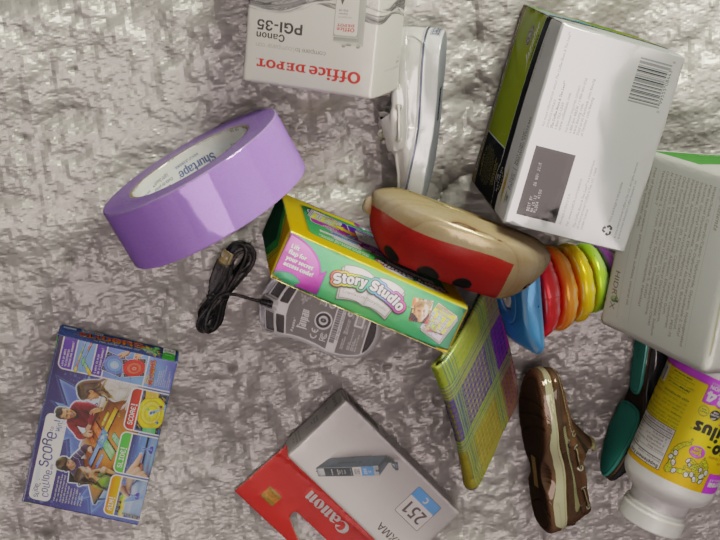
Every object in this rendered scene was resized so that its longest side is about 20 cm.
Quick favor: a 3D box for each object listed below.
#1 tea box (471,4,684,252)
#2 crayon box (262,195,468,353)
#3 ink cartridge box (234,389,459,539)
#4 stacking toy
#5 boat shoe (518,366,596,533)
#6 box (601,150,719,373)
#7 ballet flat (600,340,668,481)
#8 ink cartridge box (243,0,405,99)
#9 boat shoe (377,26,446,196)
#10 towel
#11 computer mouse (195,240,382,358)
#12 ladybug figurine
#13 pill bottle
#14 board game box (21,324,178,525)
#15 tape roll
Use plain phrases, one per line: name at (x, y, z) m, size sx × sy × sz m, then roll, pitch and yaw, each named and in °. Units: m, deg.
tea box at (0.213, -0.149, 1.374) m, size 0.132 × 0.197 × 0.202 m, roll 13°, pitch 105°, yaw -9°
crayon box at (0.000, 0.000, 1.406) m, size 0.198 × 0.173 × 0.059 m, roll 23°, pitch 103°, yaw -12°
ink cartridge box at (-0.015, 0.266, 1.551) m, size 0.176 × 0.045 × 0.200 m, roll -43°, pitch 106°, yaw 6°
stacking toy at (0.248, 0.009, 1.485) m, size 0.198 × 0.110 × 0.117 m, roll -12°, pitch 107°, yaw -15°
boat shoe at (0.231, 0.198, 1.552) m, size 0.074 × 0.075 × 0.205 m, roll -14°, pitch 114°, yaw -17°
box at (0.392, -0.013, 1.416) m, size 0.197 × 0.171 × 0.202 m, roll 0°, pitch 106°, yaw -31°
ballet flat at (0.332, 0.151, 1.545) m, size 0.072 × 0.073 × 0.202 m, roll 11°, pitch 103°, yaw -9°
ink cartridge box at (-0.031, -0.280, 1.343) m, size 0.145 × 0.083 × 0.202 m, roll 10°, pitch 107°, yaw 17°
boat shoe at (0.050, -0.158, 1.427) m, size 0.065 × 0.074 × 0.202 m, roll 9°, pitch 104°, yaw 10°
towel at (0.126, 0.126, 1.458) m, size 0.023 × 0.144 × 0.201 m, roll 9°, pitch 137°, yaw 28°
computer mouse at (-0.073, 0.043, 1.481) m, size 0.198 × 0.044 × 0.111 m, roll 18°, pitch 99°, yaw -6°
ladybug figurine at (0.092, -0.026, 1.366) m, size 0.198 × 0.136 × 0.073 m, roll 20°, pitch 96°, yaw -2°
pill bottle at (0.353, 0.186, 1.472) m, size 0.103 × 0.104 × 0.202 m, roll 19°, pitch 100°, yaw -11°
board game box at (-0.288, 0.172, 1.496) m, size 0.134 × 0.034 × 0.202 m, roll 14°, pitch 104°, yaw -10°
tape roll at (-0.156, -0.083, 1.350) m, size 0.199 × 0.200 × 0.066 m, roll -30°, pitch 108°, yaw 3°
